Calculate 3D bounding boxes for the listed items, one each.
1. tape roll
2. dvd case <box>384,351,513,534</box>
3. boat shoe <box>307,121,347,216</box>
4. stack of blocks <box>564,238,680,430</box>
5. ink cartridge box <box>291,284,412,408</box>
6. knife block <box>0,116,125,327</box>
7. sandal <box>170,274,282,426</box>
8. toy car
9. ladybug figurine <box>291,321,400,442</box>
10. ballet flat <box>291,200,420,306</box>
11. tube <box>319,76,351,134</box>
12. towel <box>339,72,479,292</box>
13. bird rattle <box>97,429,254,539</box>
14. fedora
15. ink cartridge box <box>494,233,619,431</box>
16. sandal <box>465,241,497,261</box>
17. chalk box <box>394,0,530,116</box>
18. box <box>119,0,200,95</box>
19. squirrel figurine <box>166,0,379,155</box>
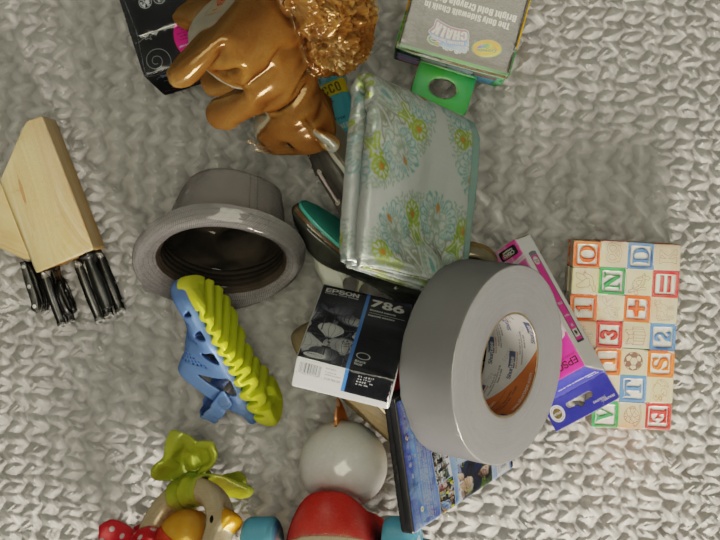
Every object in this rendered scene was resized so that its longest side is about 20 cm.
[{"bbox_3d":[0.123,0.090,1.497,0.066,0.200,0.201,8,93,39],"label":"tape roll"},{"bbox_3d":[0.094,0.168,1.543,0.018,0.200,0.143,0,103,37],"label":"dvd case"},{"bbox_3d":[-0.017,-0.083,1.560,0.057,0.067,0.200,-41,72,23],"label":"boat shoe"},{"bbox_3d":[0.278,0.068,1.616,0.115,0.059,0.200,2,93,2],"label":"stack of blocks"},{"bbox_3d":[-0.004,0.065,1.511,0.099,0.200,0.039,13,116,1],"label":"ink cartridge box"},{"bbox_3d":[-0.313,-0.045,1.622,0.175,0.064,0.200,24,92,0],"label":"knife block"},{"bbox_3d":[-0.159,0.095,1.598,0.087,0.080,0.200,-17,117,15],"label":"sandal"},{"bbox_3d":[-0.015,0.238,1.604,0.184,0.177,0.200,-2,65,14],"label":"toy car"},{"bbox_3d":[0.012,0.115,1.582,0.200,0.136,0.072,41,83,22],"label":"ladybug figurine"},{"bbox_3d":[0.000,0.000,1.600,0.200,0.068,0.068,29,113,-16],"label":"ballet flat"},{"bbox_3d":[-0.028,-0.149,1.624,0.077,0.050,0.200,-23,86,-5],"label":"tube"},{"bbox_3d":[0.051,-0.079,1.491,0.048,0.171,0.200,-7,73,38],"label":"towel"},{"bbox_3d":[-0.202,0.275,1.581,0.200,0.163,0.113,-47,126,-7],"label":"bird rattle"},{"bbox_3d":[-0.146,-0.043,1.580,0.177,0.200,0.090,13,60,-17],"label":"fedora"},{"bbox_3d":[0.187,0.070,1.593,0.095,0.037,0.200,-35,81,38],"label":"ink cartridge box"},{"bbox_3d":[0.094,0.062,1.588,0.080,0.054,0.200,12,121,-13],"label":"sandal"},{"bbox_3d":[0.107,-0.264,1.575,0.124,0.124,0.200,16,94,-1],"label":"chalk box"},{"bbox_3d":[-0.144,-0.284,1.580,0.200,0.115,0.132,-18,85,1],"label":"box"},{"bbox_3d":[-0.066,-0.203,1.466,0.200,0.142,0.187,-34,121,11],"label":"squirrel figurine"}]
